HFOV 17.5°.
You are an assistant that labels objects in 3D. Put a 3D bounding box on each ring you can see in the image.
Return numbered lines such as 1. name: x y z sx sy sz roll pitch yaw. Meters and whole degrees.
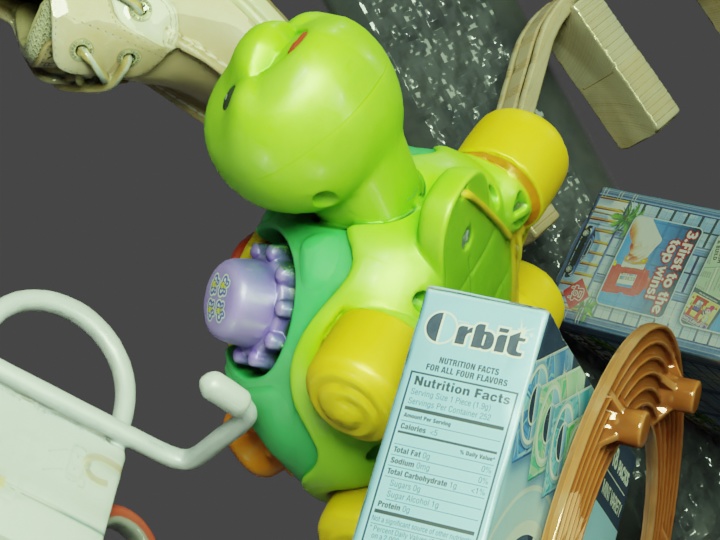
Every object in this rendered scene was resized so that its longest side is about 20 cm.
1. ring: 0.089 0.117 0.815 0.200 0.019 0.201 12 90 -70

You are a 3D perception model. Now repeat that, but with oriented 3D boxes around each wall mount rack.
1. wall mount rack: -0.122 0.060 0.727 0.173 0.075 0.201 30 47 -21

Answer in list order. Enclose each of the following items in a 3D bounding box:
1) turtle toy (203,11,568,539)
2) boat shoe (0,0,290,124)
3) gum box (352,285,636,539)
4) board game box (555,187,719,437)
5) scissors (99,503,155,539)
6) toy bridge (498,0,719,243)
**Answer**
1. turtle toy: 0.000 0.000 0.803 0.101 0.200 0.146 18 49 21
2. boat shoe: -0.097 -0.092 0.823 0.200 0.072 0.065 37 66 -15
3. gum box: 0.032 0.128 0.757 0.170 0.044 0.201 50 54 -65
4. board game box: 0.205 0.047 0.879 0.200 0.200 0.062 34 76 -30
5. scissors: -0.104 0.168 0.756 0.073 0.014 0.201 18 63 -30
6. toy bridge: 0.100 -0.084 0.964 0.200 0.027 0.067 -39 97 -37
